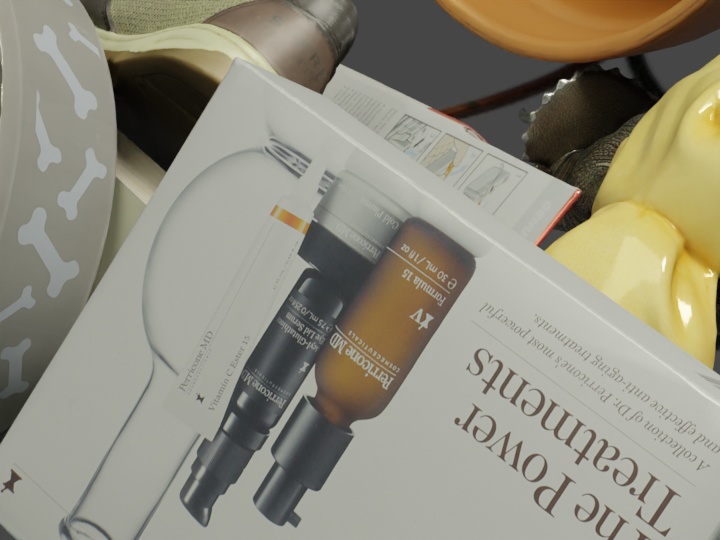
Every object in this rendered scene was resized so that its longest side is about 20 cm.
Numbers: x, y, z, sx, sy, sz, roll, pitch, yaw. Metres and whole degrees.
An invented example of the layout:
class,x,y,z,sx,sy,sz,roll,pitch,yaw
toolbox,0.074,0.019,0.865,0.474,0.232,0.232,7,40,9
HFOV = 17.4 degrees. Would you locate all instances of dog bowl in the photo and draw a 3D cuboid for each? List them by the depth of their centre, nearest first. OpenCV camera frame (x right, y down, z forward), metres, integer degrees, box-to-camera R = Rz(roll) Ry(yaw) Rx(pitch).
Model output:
class,x,y,z,sx,sy,sz,roll,pitch,yaw
dog bowl,-0.156,-0.025,0.791,0.199,0.058,0.201,-14,70,44

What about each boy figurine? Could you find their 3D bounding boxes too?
class,x,y,z,sx,sy,sz,roll,pitch,yaw
boy figurine,0.116,-0.033,0.684,0.200,0.064,0.124,-52,13,-24

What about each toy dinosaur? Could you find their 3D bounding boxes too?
class,x,y,z,sx,sy,sz,roll,pitch,yaw
toy dinosaur,0.120,-0.021,0.769,0.199,0.077,0.103,3,62,32

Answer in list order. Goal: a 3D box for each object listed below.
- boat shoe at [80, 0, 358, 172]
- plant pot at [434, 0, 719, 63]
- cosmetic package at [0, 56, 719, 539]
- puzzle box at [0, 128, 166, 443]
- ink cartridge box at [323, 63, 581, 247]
class,x,y,z,sx,sy,sz,roll,pitch,yaw
boat shoe,-0.058,-0.071,0.811,0.065,0.073,0.200,-40,25,-17
plant pot,0.115,-0.175,0.831,0.140,0.201,0.200,-6,24,-45
cosmetic package,0.004,0.057,0.635,0.200,0.052,0.151,36,100,32
puzzle box,-0.120,0.001,0.823,0.025,0.134,0.200,1,27,-38
ink cartridge box,0.000,0.000,0.767,0.109,0.050,0.200,-51,32,-4
